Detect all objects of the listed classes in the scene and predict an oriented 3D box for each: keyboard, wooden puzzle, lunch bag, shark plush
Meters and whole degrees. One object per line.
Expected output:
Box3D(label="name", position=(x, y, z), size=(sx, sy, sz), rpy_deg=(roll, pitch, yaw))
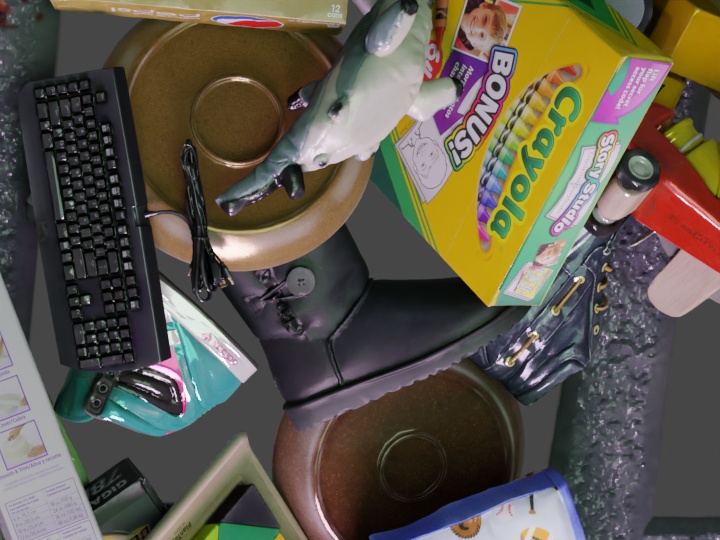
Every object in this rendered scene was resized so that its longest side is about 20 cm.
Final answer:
Box3D(label="keyboard", position=(-0.156, -0.035, 1.556), size=(0.126, 0.021, 0.201), rpy_deg=(-9, 93, 7))
Box3D(label="wooden puzzle", position=(-0.086, 0.244, 1.650), size=(0.185, 0.037, 0.201), rpy_deg=(-49, 122, -39))
Box3D(label="lunch bag", position=(0.080, 0.246, 1.686), size=(0.169, 0.124, 0.201), rpy_deg=(-20, 131, -15))
Box3D(label="shark plush", position=(-0.015, -0.105, 1.569), size=(0.200, 0.083, 0.091), rpy_deg=(-54, 134, -6))

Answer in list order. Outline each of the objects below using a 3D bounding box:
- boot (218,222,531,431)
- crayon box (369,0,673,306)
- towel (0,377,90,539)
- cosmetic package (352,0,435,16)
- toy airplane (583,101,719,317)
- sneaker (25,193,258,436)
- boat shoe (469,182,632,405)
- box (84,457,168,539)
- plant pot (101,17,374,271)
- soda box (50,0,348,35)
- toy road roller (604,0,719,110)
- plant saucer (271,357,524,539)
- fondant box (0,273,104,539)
Box3D(label="boot", position=(0.000, 0.000, 1.637), size=(0.199, 0.076, 0.169), rpy_deg=(-25, 101, 8))
Box3D(label="crayon box", position=(0.099, -0.105, 1.588), size=(0.058, 0.173, 0.201), rpy_deg=(3, 124, -41))
Box3D(label="towel", position=(-0.287, 0.176, 1.639), size=(0.199, 0.031, 0.150), rpy_deg=(-27, 111, -13))
Box3D(label="cosmetic package", position=(0.075, -0.250, 1.646), size=(0.200, 0.051, 0.083), rpy_deg=(-43, 108, -5))
Box3D(label="toy airplane", position=(0.264, -0.044, 1.610), size=(0.141, 0.199, 0.200), rpy_deg=(-56, 135, -37))
Box3D(label="sneaker", position=(-0.181, 0.044, 1.616), size=(0.200, 0.084, 0.121), rpy_deg=(43, 87, -12))
Box3D(label="boat shoe", position=(0.159, 0.004, 1.718), size=(0.200, 0.071, 0.091), rpy_deg=(-45, 106, 3))
Box3D(label="box", position=(-0.192, 0.268, 1.660), size=(0.200, 0.050, 0.199), rpy_deg=(-34, 115, -9))
Box3D(label="plant pot", position=(-0.085, -0.100, 1.596), size=(0.199, 0.027, 0.201), rpy_deg=(2, 77, -10))
Box3D(label="soda box", position=(-0.107, -0.200, 1.562), size=(0.199, 0.068, 0.064), rpy_deg=(5, 88, -4))
Box3D(label="toy road roller", position=(0.194, -0.149, 1.674), size=(0.199, 0.123, 0.146), rpy_deg=(17, 111, -19))
Box3D(label="plant saucer", position=(0.034, 0.142, 1.727), size=(0.199, 0.034, 0.201), rpy_deg=(-4, 103, -16))
Box3D(label="fondant box", position=(-0.229, 0.109, 1.539), size=(0.058, 0.144, 0.201), rpy_deg=(-22, 81, -12))
